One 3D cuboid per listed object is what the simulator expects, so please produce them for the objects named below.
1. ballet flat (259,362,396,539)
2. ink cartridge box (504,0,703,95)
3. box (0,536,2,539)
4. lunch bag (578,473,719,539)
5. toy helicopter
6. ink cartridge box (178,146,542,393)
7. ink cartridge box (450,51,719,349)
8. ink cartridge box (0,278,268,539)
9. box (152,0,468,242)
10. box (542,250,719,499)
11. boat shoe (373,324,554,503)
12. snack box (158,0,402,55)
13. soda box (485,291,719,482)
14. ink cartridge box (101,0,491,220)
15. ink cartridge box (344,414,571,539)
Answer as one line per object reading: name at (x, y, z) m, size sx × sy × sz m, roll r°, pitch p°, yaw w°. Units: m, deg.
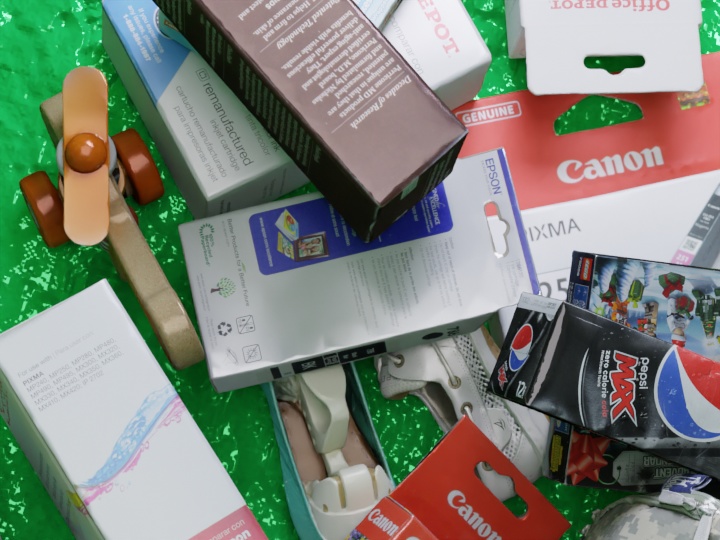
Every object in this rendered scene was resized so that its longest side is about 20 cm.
ballet flat at (-0.017, 0.108, 1.563) m, size 0.067 × 0.070 × 0.201 m, roll -19°, pitch 80°, yaw -10°
ink cartridge box at (0.148, -0.198, 1.648) m, size 0.115 × 0.068 × 0.201 m, roll -1°, pitch 77°, yaw -6°
box at (-0.270, 0.198, 1.501) m, size 0.152 × 0.106 × 0.201 m, roll -20°, pitch 80°, yaw -10°
lunch bag at (0.166, 0.227, 1.504) m, size 0.139 × 0.168 × 0.200 m, roll 28°, pitch 76°, yaw 1°
toy helicopter at (-0.139, -0.028, 1.524) m, size 0.079 × 0.132 × 0.200 m, roll -25°, pitch 55°, yaw -10°
ink cartridge box at (0.000, 0.000, 1.538) m, size 0.199 × 0.039 × 0.100 m, roll -13°, pitch 73°, yaw 2°
ink cartridge box at (0.165, -0.043, 1.629) m, size 0.199 × 0.044 × 0.174 m, roll -12°, pitch 80°, yaw -8°
ink cartridge box at (-0.131, 0.119, 1.511) m, size 0.083 × 0.146 × 0.200 m, roll -31°, pitch 82°, yaw -12°
box at (-0.033, -0.118, 1.472) m, size 0.075 × 0.100 × 0.200 m, roll -39°, pitch 84°, yaw -10°
box at (0.214, 0.068, 1.571) m, size 0.199 × 0.040 × 0.138 m, roll 6°, pitch 93°, yaw -18°
boat shoe at (0.040, 0.052, 1.581) m, size 0.069 × 0.071 × 0.200 m, roll -36°, pitch 84°, yaw -13°
snack box at (-0.020, -0.199, 1.561) m, size 0.116 × 0.037 × 0.200 m, roll 30°, pitch 76°, yaw 3°
soda box at (0.178, 0.077, 1.501) m, size 0.199 × 0.071 × 0.064 m, roll 21°, pitch 87°, yaw -18°
ink cartridge box at (-0.039, -0.136, 1.608) m, size 0.199 × 0.085 × 0.145 m, roll -27°, pitch 80°, yaw -11°
ink cartridge box at (0.034, 0.195, 1.530) m, size 0.200 × 0.050 × 0.109 m, roll -47°, pitch 112°, yaw -6°
